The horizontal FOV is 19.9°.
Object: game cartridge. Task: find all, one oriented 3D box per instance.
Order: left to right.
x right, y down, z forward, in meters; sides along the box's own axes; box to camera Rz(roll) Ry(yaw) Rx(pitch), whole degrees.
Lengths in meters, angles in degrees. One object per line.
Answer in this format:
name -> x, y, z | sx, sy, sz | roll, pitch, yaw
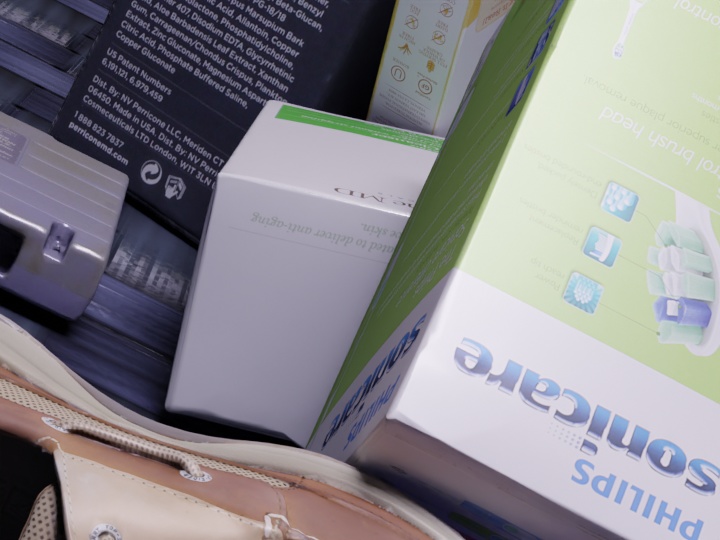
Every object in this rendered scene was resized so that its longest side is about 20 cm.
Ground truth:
game cartridge -> -0.180, -0.050, 0.723 | 0.200, 0.038, 0.130 | 26, 9, -9

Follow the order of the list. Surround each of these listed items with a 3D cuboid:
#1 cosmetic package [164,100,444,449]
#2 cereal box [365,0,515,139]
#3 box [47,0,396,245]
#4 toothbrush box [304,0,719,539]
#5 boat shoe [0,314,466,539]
cosmetic package -> 0.000, 0.000, 0.735 | 0.108, 0.085, 0.200 | 13, 10, -2
cereal box -> 0.055, -0.087, 0.889 | 0.040, 0.200, 0.144 | 32, 45, 18
box -> -0.009, -0.111, 0.944 | 0.117, 0.200, 0.197 | 33, 14, 22
toothbrush box -> 0.058, -0.002, 0.549 | 0.086, 0.200, 0.146 | 28, -28, -4
boat shoe -> -0.053, 0.068, 0.444 | 0.200, 0.076, 0.072 | 21, 14, 13
